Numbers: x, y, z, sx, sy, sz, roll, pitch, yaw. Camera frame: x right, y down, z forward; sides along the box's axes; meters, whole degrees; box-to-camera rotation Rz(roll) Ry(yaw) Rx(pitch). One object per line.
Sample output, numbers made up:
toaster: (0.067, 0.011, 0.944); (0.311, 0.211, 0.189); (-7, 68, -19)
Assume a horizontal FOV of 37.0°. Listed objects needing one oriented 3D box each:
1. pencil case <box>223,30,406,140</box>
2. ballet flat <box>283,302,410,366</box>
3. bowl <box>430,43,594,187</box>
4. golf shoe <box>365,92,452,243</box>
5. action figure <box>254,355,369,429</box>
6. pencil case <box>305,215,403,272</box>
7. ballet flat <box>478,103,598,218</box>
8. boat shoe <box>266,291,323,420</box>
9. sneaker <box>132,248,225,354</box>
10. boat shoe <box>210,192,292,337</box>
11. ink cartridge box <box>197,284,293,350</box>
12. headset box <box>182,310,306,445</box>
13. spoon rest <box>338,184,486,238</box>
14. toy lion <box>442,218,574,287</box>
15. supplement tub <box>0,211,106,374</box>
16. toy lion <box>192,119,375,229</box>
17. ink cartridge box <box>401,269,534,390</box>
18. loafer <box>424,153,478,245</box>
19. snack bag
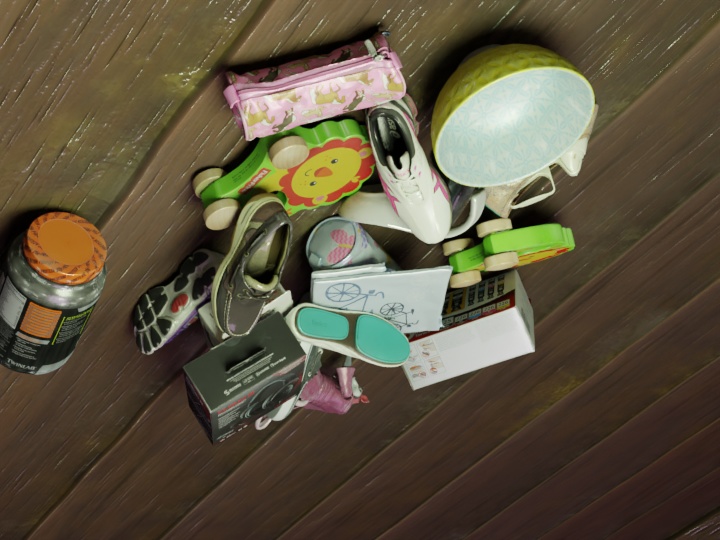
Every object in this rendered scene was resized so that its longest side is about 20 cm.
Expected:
pencil case: (-0.052, -0.206, 1.206); (0.198, 0.083, 0.087); (-16, 131, -4)
ballet flat: (-0.023, 0.089, 1.495); (0.199, 0.070, 0.069); (17, 133, -31)
bowl: (0.168, -0.206, 1.294); (0.199, 0.108, 0.201); (-13, 146, -9)
golf shoe: (0.052, -0.116, 1.293); (0.072, 0.092, 0.201); (-18, 108, 19)
action figure: (-0.066, 0.186, 1.712); (0.199, 0.150, 0.134); (23, 126, -26)
pencil case: (0.000, 0.000, 1.525); (0.091, 0.083, 0.200); (-38, 144, 5)
ballet flat: (0.251, -0.140, 1.435); (0.200, 0.067, 0.068); (-39, 164, 6)
boat shoe: (-0.084, 0.132, 1.605); (0.056, 0.069, 0.201); (19, 92, -31)
sneaker: (-0.237, 0.052, 1.488); (0.200, 0.081, 0.083); (-37, 151, 25)
boat shoe: (-0.132, 0.005, 1.317); (0.073, 0.065, 0.201); (-4, 125, -31)
ink cartridge box: (-0.156, 0.068, 1.493); (0.117, 0.067, 0.200); (-33, 164, -15)
headset box: (-0.155, 0.145, 1.449); (0.148, 0.077, 0.200); (-30, 165, -18)
spoon rest: (0.064, -0.076, 1.395); (0.199, 0.061, 0.099); (4, -160, 27)
toy lion: (0.230, -0.032, 1.560); (0.190, 0.069, 0.200); (-10, 172, -19)
supplement tub: (-0.388, 0.028, 1.332); (0.122, 0.123, 0.200); (5, 140, -32)
toy lion: (-0.080, -0.119, 1.343); (0.200, 0.069, 0.191); (-39, 150, 27)
ink cartridge box: (0.163, 0.081, 1.672); (0.199, 0.176, 0.084); (-20, 110, 16)
loafer: (0.128, -0.107, 1.451); (0.072, 0.073, 0.201); (-10, 147, -22)
snack bag: (0.027, 0.044, 1.504); (0.198, 0.022, 0.189); (-6, 149, -6)
